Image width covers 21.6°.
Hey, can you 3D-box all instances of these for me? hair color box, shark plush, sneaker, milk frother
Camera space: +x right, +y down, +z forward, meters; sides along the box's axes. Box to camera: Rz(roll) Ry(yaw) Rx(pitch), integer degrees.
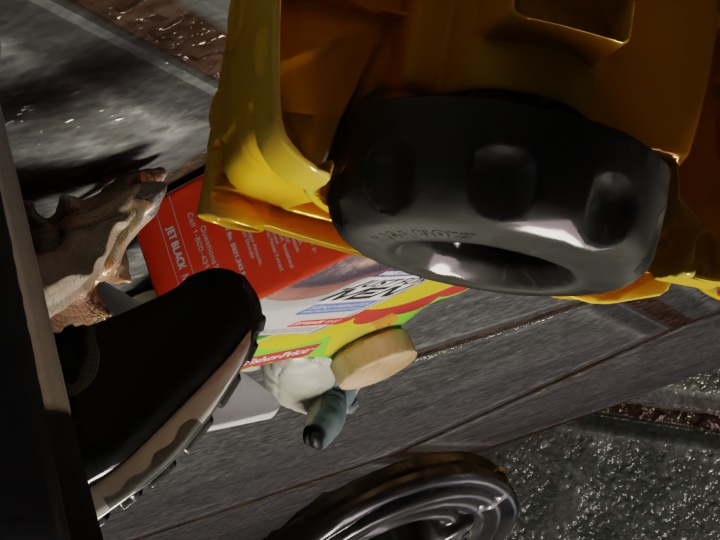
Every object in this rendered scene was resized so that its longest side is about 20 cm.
[{"bbox_3d":[0.020,-0.034,0.770,0.200,0.064,0.111,-27,166,29],"label":"hair color box"},{"bbox_3d":[-0.003,0.052,1.173,0.083,0.091,0.200,-54,154,13],"label":"shark plush"},{"bbox_3d":[-0.124,0.050,0.579,0.200,0.088,0.076,-38,-166,-3],"label":"sneaker"},{"bbox_3d":[-0.082,0.026,0.505,0.200,0.188,0.180,-6,167,-44],"label":"milk frother"}]

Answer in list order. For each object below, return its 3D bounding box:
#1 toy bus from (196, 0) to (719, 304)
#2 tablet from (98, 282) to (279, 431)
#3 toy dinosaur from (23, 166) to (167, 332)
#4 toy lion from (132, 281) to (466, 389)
[{"bbox_3d":[0.057,-0.045,0.472,0.200,0.136,0.192,13,165,-15],"label":"toy bus"},{"bbox_3d":[-0.140,0.039,0.756,0.200,0.130,0.014,-8,121,-50],"label":"tablet"},{"bbox_3d":[-0.162,0.015,0.668,0.200,0.086,0.136,-2,-164,-15],"label":"toy dinosaur"},{"bbox_3d":[0.000,0.000,0.939,0.200,0.069,0.192,-10,159,-40],"label":"toy lion"}]
